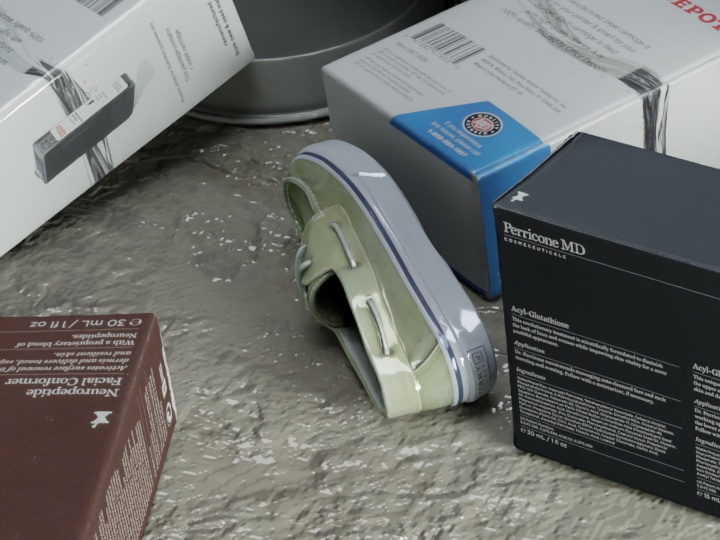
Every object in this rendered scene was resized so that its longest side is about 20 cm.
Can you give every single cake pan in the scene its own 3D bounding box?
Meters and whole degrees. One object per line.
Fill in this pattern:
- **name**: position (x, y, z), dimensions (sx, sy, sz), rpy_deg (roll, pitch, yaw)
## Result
- **cake pan**: position (-0.043, -0.154, 1.679), dimensions (0.200, 0.037, 0.200), rpy_deg (-6, 35, 4)

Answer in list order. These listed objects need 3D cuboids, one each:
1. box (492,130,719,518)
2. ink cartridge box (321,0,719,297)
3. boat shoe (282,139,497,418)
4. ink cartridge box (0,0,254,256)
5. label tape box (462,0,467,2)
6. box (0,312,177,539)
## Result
- **box**: position (0.166, 0.034, 1.276), dimensions (0.200, 0.141, 0.079), rpy_deg (18, 43, 32)
- **ink cartridge box**: position (0.104, -0.087, 1.510), dimensions (0.200, 0.084, 0.145), rpy_deg (-26, 39, -22)
- **boat shoe**: position (0.000, 0.000, 1.421), dimensions (0.062, 0.072, 0.200), rpy_deg (-18, 38, -17)
- **ink cartridge box**: position (-0.184, -0.114, 1.580), dimensions (0.200, 0.084, 0.144), rpy_deg (-39, 44, -20)
- **label tape box**: position (0.053, -0.209, 1.653), dimensions (0.200, 0.066, 0.143), rpy_deg (-12, 36, -39)
- **box**: position (-0.154, 0.105, 1.305), dimensions (0.100, 0.075, 0.200), rpy_deg (-1, 37, 10)
